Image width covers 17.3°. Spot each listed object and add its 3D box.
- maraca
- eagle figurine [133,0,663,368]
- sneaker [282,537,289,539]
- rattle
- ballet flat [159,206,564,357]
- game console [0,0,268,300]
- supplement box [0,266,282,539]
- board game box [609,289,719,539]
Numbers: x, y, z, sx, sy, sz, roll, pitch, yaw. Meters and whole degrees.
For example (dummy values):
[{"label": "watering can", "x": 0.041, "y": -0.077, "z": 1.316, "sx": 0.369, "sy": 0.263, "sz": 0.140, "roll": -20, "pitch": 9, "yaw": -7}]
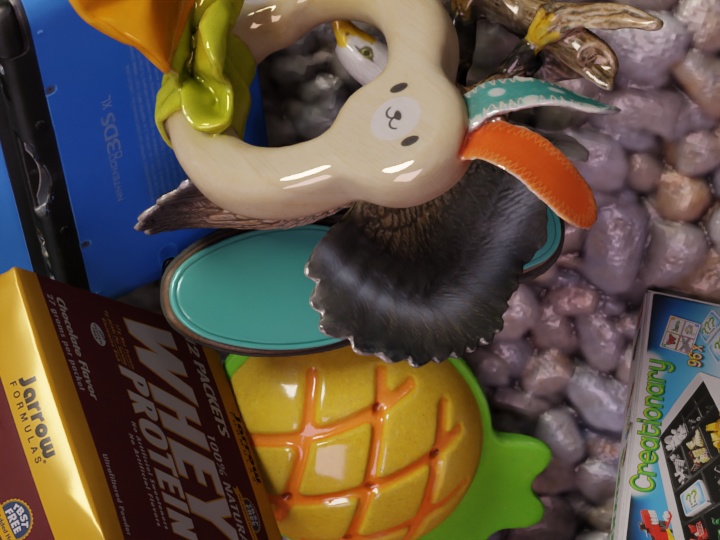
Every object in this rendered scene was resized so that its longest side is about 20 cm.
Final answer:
[{"label": "maraca", "x": 0.009, "y": 0.093, "z": 1.208, "sx": 0.200, "sy": 0.107, "sz": 0.137, "roll": 37, "pitch": 109, "yaw": -28}, {"label": "eagle figurine", "x": 0.017, "y": -0.050, "z": 1.043, "sx": 0.151, "sy": 0.200, "sz": 0.152, "roll": 37, "pitch": 166, "yaw": -6}, {"label": "sneaker", "x": -0.056, "y": 0.151, "z": 1.280, "sx": 0.200, "sy": 0.075, "sz": 0.115, "roll": 33, "pitch": 131, "yaw": -9}, {"label": "rattle", "x": -0.008, "y": -0.091, "z": 0.914, "sx": 0.200, "sy": 0.130, "sz": 0.143, "roll": 25, "pitch": 144, "yaw": 41}, {"label": "ballet flat", "x": 0.000, "y": 0.000, "z": 1.130, "sx": 0.200, "sy": 0.068, "sz": 0.068, "roll": -10, "pitch": 94, "yaw": -11}, {"label": "game console", "x": -0.145, "y": -0.085, "z": 1.063, "sx": 0.171, "sy": 0.118, "sz": 0.200, "roll": -28, "pitch": 143, "yaw": -18}, {"label": "supplement box", "x": -0.172, "y": 0.113, "z": 1.087, "sx": 0.200, "sy": 0.133, "sz": 0.197, "roll": -26, "pitch": 162, "yaw": 16}, {"label": "board game box", "x": 0.186, "y": 0.095, "z": 1.113, "sx": 0.126, "sy": 0.200, "sz": 0.035, "roll": 12, "pitch": 130, "yaw": 3}]
